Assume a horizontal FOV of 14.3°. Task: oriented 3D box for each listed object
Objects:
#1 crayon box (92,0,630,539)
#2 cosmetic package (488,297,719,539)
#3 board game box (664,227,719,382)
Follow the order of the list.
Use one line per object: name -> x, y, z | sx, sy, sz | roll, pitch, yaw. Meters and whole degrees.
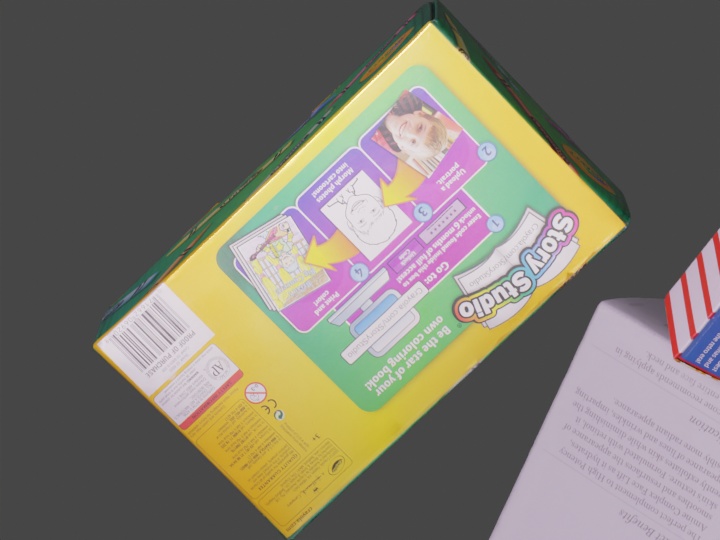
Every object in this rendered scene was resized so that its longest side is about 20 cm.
crayon box -> 0.000, 0.000, 1.196 | 0.200, 0.058, 0.119 | -43, 100, 10
cosmetic package -> 0.113, 0.122, 1.198 | 0.102, 0.074, 0.200 | 33, 107, 31
board game box -> 0.243, 0.012, 1.115 | 0.200, 0.046, 0.152 | 27, 120, -17
